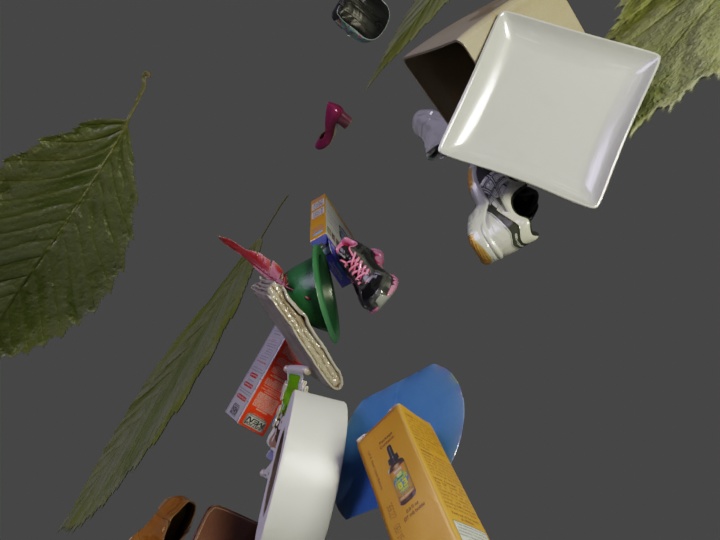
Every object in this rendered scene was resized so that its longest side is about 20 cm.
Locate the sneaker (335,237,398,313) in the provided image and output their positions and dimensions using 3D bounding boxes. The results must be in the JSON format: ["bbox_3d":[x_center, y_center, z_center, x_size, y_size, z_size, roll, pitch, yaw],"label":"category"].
[{"bbox_3d":[0.000,0.000,0.984,0.079,0.095,0.200,-48,24,10],"label":"sneaker"}]

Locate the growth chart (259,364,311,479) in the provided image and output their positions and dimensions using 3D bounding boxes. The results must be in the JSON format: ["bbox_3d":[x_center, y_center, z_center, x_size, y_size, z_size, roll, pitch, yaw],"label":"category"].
[{"bbox_3d":[-0.123,0.247,0.947,0.145,0.018,0.202,-31,43,59],"label":"growth chart"}]

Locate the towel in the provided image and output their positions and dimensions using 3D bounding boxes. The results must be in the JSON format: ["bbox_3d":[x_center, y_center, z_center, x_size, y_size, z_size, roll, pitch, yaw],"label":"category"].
[{"bbox_3d":[-0.104,0.099,0.941,0.034,0.201,0.132,-35,16,-17],"label":"towel"}]

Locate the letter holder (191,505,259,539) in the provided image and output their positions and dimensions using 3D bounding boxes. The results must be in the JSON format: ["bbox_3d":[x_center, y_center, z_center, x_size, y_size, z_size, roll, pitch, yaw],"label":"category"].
[{"bbox_3d":[-0.186,0.418,0.717,0.100,0.142,0.201,-36,29,39],"label":"letter holder"}]

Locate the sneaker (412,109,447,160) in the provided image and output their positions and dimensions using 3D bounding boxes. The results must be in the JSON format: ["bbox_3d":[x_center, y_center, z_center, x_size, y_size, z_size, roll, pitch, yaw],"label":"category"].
[{"bbox_3d":[0.140,-0.247,1.081,0.089,0.075,0.200,-67,23,3],"label":"sneaker"}]

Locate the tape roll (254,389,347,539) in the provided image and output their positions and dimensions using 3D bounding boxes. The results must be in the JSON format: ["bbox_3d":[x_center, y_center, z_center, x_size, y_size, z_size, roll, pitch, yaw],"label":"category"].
[{"bbox_3d":[-0.075,0.255,0.714,0.202,0.070,0.205,-165,90,-83],"label":"tape roll"}]

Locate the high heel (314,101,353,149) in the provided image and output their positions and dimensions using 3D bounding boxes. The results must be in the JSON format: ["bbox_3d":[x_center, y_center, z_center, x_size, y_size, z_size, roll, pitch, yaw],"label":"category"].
[{"bbox_3d":[-0.114,-0.471,1.882,0.200,0.096,0.068,-33,31,44],"label":"high heel"}]

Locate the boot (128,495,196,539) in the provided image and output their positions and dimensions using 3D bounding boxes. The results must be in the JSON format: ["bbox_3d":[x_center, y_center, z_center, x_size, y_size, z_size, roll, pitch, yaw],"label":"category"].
[{"bbox_3d":[-0.390,0.522,1.094,0.144,0.071,0.202,-24,33,58],"label":"boot"}]

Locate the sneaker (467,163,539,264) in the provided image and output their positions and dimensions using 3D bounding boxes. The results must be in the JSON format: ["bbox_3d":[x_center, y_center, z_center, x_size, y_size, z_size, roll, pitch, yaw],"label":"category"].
[{"bbox_3d":[0.193,-0.092,0.764,0.087,0.076,0.201,-22,40,29],"label":"sneaker"}]

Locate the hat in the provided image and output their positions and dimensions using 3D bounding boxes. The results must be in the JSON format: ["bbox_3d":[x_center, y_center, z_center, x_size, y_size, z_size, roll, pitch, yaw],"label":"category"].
[{"bbox_3d":[-0.139,0.048,1.008,0.174,0.166,0.201,-12,49,4],"label":"hat"}]

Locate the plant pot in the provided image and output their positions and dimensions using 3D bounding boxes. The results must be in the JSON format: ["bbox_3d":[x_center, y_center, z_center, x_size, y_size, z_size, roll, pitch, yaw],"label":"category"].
[{"bbox_3d":[0.215,-0.297,0.842,0.177,0.200,0.200,-44,21,-4],"label":"plant pot"}]

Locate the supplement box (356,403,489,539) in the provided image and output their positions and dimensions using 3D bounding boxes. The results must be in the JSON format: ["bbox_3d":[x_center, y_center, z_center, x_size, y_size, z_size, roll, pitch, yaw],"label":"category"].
[{"bbox_3d":[0.063,0.221,0.522,0.067,0.069,0.201,-45,38,14],"label":"supplement box"}]

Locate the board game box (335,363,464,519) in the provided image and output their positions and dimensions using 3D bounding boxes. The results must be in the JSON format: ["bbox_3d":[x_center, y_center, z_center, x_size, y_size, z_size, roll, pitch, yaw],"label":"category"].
[{"bbox_3d":[0.050,0.202,0.672,0.199,0.039,0.159,-34,29,29],"label":"board game box"}]

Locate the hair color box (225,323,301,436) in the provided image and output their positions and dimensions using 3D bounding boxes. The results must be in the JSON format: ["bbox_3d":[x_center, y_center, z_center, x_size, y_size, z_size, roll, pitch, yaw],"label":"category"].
[{"bbox_3d":[-0.172,0.202,1.105,0.201,0.061,0.101,-60,22,-14],"label":"hair color box"}]

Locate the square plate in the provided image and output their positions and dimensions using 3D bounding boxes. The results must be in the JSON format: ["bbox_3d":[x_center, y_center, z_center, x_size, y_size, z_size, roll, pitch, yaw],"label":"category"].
[{"bbox_3d":[0.222,-0.194,0.694,0.200,0.199,0.028,-65,-16,-5],"label":"square plate"}]

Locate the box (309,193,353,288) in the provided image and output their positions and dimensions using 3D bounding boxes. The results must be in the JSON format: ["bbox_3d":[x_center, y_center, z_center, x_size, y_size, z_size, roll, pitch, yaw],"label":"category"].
[{"bbox_3d":[-0.053,-0.056,1.135,0.041,0.119,0.201,-26,29,14],"label":"box"}]

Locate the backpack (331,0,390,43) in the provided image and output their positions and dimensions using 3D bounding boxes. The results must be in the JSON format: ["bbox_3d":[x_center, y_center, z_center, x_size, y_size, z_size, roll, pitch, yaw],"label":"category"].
[{"bbox_3d":[0.005,-0.975,2.210,0.179,0.199,0.150,-59,18,0],"label":"backpack"}]
